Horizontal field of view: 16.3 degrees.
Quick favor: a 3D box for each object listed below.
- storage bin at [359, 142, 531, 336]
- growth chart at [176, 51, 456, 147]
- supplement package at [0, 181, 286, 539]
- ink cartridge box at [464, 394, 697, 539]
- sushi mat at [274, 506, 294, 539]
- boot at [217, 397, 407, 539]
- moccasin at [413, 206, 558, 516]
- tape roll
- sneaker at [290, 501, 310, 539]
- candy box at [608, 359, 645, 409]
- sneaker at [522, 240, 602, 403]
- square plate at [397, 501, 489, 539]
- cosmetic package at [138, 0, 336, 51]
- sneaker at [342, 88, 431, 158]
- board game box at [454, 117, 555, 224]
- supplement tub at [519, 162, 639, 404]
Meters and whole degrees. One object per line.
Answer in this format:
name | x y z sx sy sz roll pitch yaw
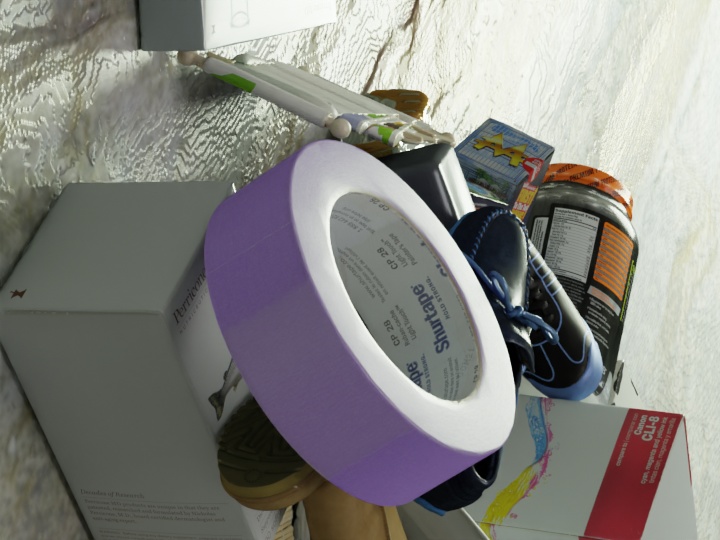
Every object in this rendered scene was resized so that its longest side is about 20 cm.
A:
storage bin | 0.000 0.000 1.639 0.146 0.199 0.135 -54 131 -74
growth chart | -0.019 -0.111 1.661 0.018 0.144 0.200 -66 160 10
supplement package | -0.114 0.060 1.469 0.117 0.117 0.200 -64 145 -43
ink cartridge box | 0.143 0.195 1.932 0.145 0.199 0.146 -64 152 -42
sushi mat | -0.091 0.164 1.650 0.200 0.012 0.096 -22 111 -64
boot | -0.015 0.153 1.476 0.175 0.066 0.201 -55 141 -52
moccasin | 0.081 0.053 1.519 0.080 0.068 0.201 23 64 -32
tape roll | 0.002 0.028 1.403 0.200 0.066 0.201 42 30 -31
sneaker | 0.009 0.220 1.787 0.074 0.084 0.201 -51 136 -55
candy box | 0.204 0.204 2.236 0.168 0.071 0.201 60 39 -48
sneaker | 0.118 0.014 1.962 0.200 0.070 0.078 58 8 29
square plate | 0.062 0.216 1.773 0.028 0.200 0.198 -33 154 -17
cosmetic package | -0.079 -0.225 1.622 0.200 0.051 0.151 -25 116 -64
sneaker | 0.007 -0.053 1.788 0.200 0.075 0.088 -49 138 -51
board game box | 0.062 -0.016 1.816 0.200 0.062 0.200 -65 162 4
supplement tub | 0.162 0.020 2.075 0.123 0.122 0.201 57 41 -51
